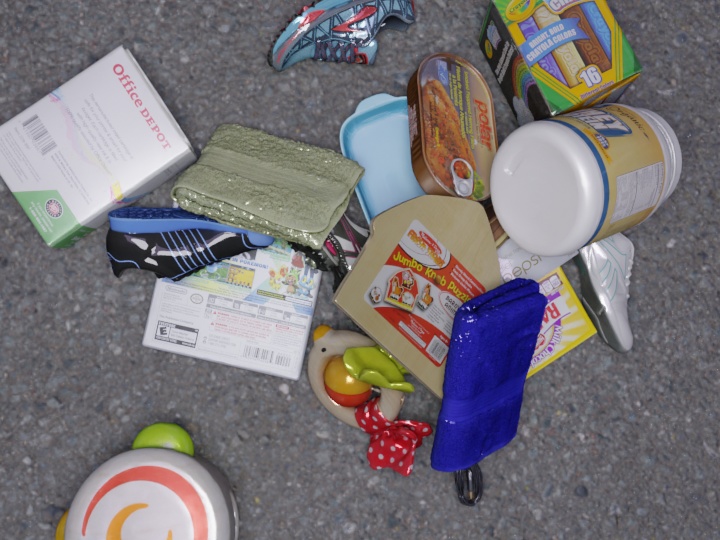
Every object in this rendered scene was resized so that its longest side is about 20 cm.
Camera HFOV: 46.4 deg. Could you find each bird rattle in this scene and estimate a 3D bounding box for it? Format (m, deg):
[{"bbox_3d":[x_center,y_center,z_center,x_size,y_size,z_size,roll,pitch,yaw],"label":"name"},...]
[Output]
[{"bbox_3d":[0.011,0.138,0.997,0.161,0.203,0.113,20,46,25],"label":"bird rattle"}]

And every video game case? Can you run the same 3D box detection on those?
[{"bbox_3d":[-0.151,0.023,1.029,0.196,0.022,0.186,13,88,-4],"label":"video game case"}]

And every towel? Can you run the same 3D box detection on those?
[{"bbox_3d":[0.145,0.119,0.933,0.146,0.049,0.204,-21,125,-44],"label":"towel"},{"bbox_3d":[-0.105,-0.104,0.976,0.196,0.037,0.150,17,50,11],"label":"towel"}]

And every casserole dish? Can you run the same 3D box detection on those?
[{"bbox_3d":[0.048,-0.117,1.041,0.119,0.039,0.203,-21,91,-5],"label":"casserole dish"}]

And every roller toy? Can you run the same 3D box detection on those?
[{"bbox_3d":[-0.233,0.297,0.956,0.200,0.140,0.183,-42,82,-10],"label":"roller toy"}]

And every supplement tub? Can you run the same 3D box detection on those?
[{"bbox_3d":[0.257,-0.108,0.947,0.198,0.144,0.147,-19,91,-38],"label":"supplement tub"}]

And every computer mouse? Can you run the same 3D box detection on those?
[{"bbox_3d":[0.132,0.188,1.025,0.058,0.034,0.205,-1,97,-39],"label":"computer mouse"}]

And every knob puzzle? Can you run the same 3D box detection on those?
[{"bbox_3d":[0.078,0.007,0.932,0.216,0.030,0.225,1,89,-28],"label":"knob puzzle"}]

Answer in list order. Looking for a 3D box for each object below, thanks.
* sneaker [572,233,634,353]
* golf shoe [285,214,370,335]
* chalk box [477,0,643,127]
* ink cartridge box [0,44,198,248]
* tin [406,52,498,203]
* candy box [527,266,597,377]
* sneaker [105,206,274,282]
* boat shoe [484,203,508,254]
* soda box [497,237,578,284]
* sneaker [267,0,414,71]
[{"bbox_3d":[0.310,0.001,1.046,0.079,0.070,0.204,-18,90,-8],"label":"sneaker"},{"bbox_3d":[0.000,0.000,1.010,0.088,0.077,0.201,-44,109,-24],"label":"golf shoe"},{"bbox_3d":[0.224,-0.278,1.010,0.122,0.125,0.203,-24,82,-4],"label":"chalk box"},{"bbox_3d":[-0.312,-0.142,0.987,0.198,0.088,0.147,-35,92,-3],"label":"ink cartridge box"},{"bbox_3d":[0.111,-0.167,1.009,0.110,0.042,0.204,9,64,-21],"label":"tin"},{"bbox_3d":[0.190,0.086,1.055,0.198,0.026,0.103,-33,95,-4],"label":"candy box"},{"bbox_3d":[-0.197,-0.028,0.989,0.196,0.070,0.079,2,110,-10],"label":"sneaker"},{"bbox_3d":[0.103,-0.030,0.988,0.199,0.072,0.068,-35,105,-15],"label":"boat shoe"},{"bbox_3d":[0.163,0.005,1.033,0.198,0.068,0.064,-33,93,-5],"label":"soda box"},{"bbox_3d":[-0.019,-0.288,1.020,0.198,0.079,0.097,-32,93,-5],"label":"sneaker"}]
